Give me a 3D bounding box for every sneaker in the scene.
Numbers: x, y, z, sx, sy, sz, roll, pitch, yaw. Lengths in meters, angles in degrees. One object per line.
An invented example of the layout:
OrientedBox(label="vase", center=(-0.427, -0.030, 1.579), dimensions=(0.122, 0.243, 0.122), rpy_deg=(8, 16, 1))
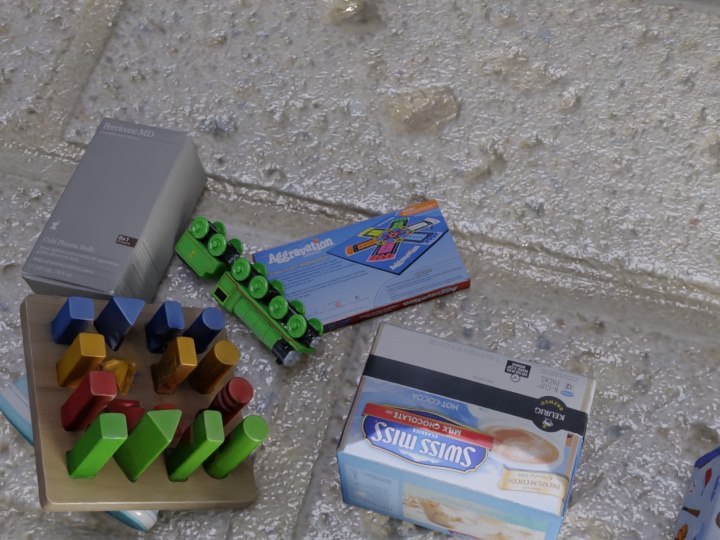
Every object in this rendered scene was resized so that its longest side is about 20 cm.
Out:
OrientedBox(label="sneaker", center=(-0.229, 0.136, 1.145), dimensions=(0.200, 0.080, 0.131), rpy_deg=(37, 68, 20))

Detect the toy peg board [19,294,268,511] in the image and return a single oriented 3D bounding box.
OrientedBox(label="toy peg board", center=(-0.180, 0.099, 1.097), dimensions=(0.199, 0.098, 0.200), rpy_deg=(7, 56, -34))

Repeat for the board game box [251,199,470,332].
OrientedBox(label="board game box", center=(0.000, 0.000, 1.253), dimensions=(0.199, 0.019, 0.103), rpy_deg=(-17, 62, -8))

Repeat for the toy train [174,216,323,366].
OrientedBox(label="toy train", center=(-0.112, 0.020, 1.218), dimensions=(0.200, 0.042, 0.057), rpy_deg=(44, 105, 29))

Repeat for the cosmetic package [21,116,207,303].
OrientedBox(label="cosmetic package", center=(-0.241, -0.048, 1.246), dimensions=(0.106, 0.090, 0.201), rpy_deg=(10, 62, 15))

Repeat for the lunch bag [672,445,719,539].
OrientedBox(label="lunch bag", center=(0.369, 0.255, 1.039), dimensions=(0.199, 0.124, 0.171), rpy_deg=(27, 63, 1))

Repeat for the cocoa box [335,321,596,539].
OrientedBox(label="cocoa box", center=(0.091, 0.153, 1.094), dimensions=(0.199, 0.134, 0.132), rpy_deg=(15, 62, 10))
